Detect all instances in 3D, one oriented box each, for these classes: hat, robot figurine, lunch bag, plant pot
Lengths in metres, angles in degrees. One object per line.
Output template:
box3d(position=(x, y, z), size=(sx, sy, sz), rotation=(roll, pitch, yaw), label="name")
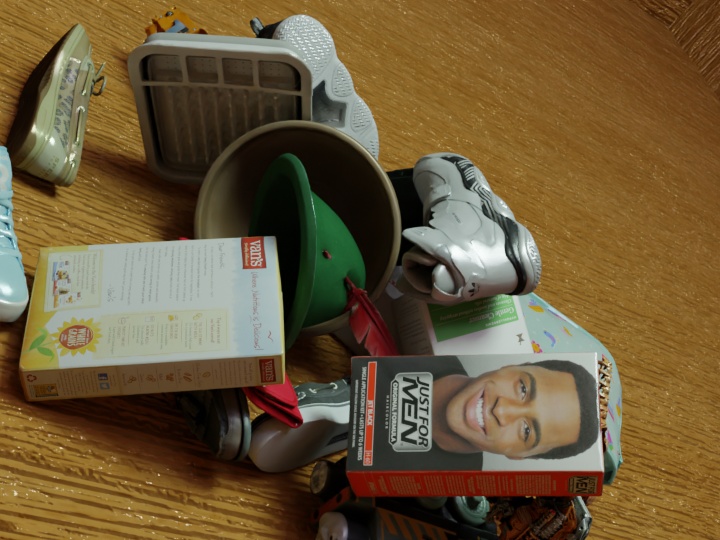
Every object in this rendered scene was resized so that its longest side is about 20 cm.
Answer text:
box3d(position=(0.000, 0.000, 1.049), size=(0.173, 0.202, 0.167), rotation=(3, 38, -23), label="hat")
box3d(position=(-0.158, -0.188, 1.256), size=(0.201, 0.058, 0.146), rotation=(52, -13, 32), label="robot figurine")
box3d(position=(0.208, 0.134, 1.291), size=(0.199, 0.122, 0.171), rotation=(38, 27, -5), label="lunch bag")
box3d(position=(-0.056, -0.043, 1.127), size=(0.201, 0.201, 0.093), rotation=(43, 10, 0), label="plant pot")

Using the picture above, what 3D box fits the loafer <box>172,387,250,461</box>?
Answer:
box3d(position=(-0.147, 0.081, 0.971), size=(0.062, 0.073, 0.201), rotation=(0, 40, -27), label="loafer")

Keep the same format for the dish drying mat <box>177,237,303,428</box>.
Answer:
box3d(position=(-0.102, 0.047, 0.982), size=(0.077, 0.018, 0.201), rotation=(36, 16, -41), label="dish drying mat")

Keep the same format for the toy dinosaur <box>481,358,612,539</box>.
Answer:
box3d(position=(0.160, 0.174, 0.978), size=(0.102, 0.200, 0.135), rotation=(51, -10, -33), label="toy dinosaur")

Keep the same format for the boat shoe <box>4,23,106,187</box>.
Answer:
box3d(position=(-0.284, -0.157, 1.105), size=(0.062, 0.073, 0.202), rotation=(34, 40, -28), label="boat shoe")

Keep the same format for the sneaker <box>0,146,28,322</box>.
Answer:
box3d(position=(-0.305, -0.056, 0.916), size=(0.073, 0.082, 0.201), rotation=(0, 50, -51), label="sneaker")

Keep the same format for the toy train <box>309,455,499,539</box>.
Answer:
box3d(position=(0.042, 0.226, 0.996), size=(0.198, 0.085, 0.115), rotation=(25, 42, -30), label="toy train")

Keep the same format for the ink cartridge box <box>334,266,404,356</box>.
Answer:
box3d(position=(0.064, 0.039, 1.268), size=(0.147, 0.086, 0.200), rotation=(41, 29, -5), label="ink cartridge box")

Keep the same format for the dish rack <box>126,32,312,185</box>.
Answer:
box3d(position=(-0.129, -0.157, 1.121), size=(0.169, 0.201, 0.044), rotation=(3, 56, -1), label="dish rack")

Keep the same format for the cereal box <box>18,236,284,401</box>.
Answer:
box3d(position=(-0.159, 0.034, 0.917), size=(0.196, 0.040, 0.145), rotation=(-2, 40, -5), label="cereal box")

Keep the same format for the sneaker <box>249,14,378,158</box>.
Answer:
box3d(position=(-0.053, -0.174, 1.201), size=(0.113, 0.075, 0.202), rotation=(27, -33, 53), label="sneaker")

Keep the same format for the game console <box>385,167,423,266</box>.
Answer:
box3d(position=(0.026, -0.048, 1.263), size=(0.117, 0.197, 0.178), rotation=(62, 29, -49), label="game console")

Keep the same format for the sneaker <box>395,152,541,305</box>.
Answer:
box3d(position=(0.074, -0.040, 1.088), size=(0.113, 0.076, 0.200), rotation=(-14, 43, -23), label="sneaker")

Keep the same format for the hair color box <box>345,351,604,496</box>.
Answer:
box3d(position=(0.090, 0.123, 0.922), size=(0.062, 0.196, 0.103), rotation=(74, 16, -59), label="hair color box")

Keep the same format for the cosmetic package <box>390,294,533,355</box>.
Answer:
box3d(position=(0.111, 0.108, 1.121), size=(0.106, 0.085, 0.203), rotation=(-14, 83, -19), label="cosmetic package")

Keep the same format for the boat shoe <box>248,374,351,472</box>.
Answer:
box3d(position=(-0.045, 0.130, 1.030), size=(0.057, 0.069, 0.199), rotation=(48, 21, 21), label="boat shoe")
